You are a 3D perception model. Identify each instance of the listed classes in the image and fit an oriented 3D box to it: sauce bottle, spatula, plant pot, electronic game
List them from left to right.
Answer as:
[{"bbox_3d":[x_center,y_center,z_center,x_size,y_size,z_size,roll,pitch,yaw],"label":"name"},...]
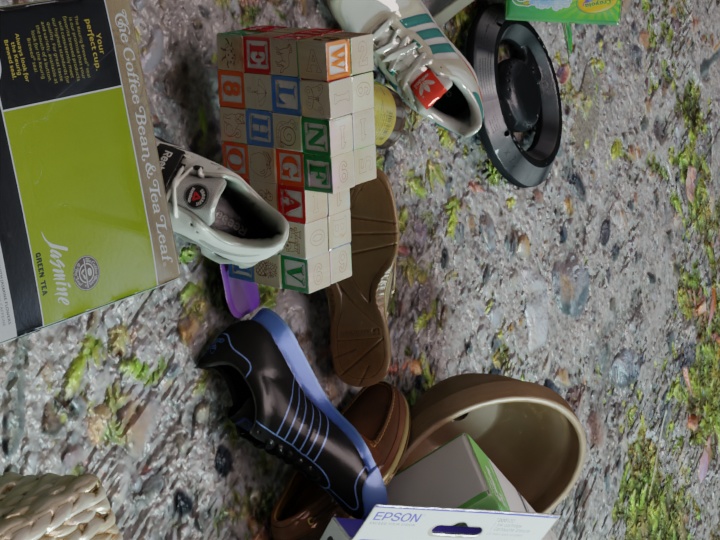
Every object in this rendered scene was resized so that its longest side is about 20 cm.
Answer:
[{"bbox_3d":[-0.063,-0.004,1.312,0.200,0.020,0.057,-20,102,-53],"label":"spatula"},{"bbox_3d":[-0.038,-0.148,1.317,0.199,0.064,0.065,8,82,-55],"label":"sauce bottle"},{"bbox_3d":[0.109,0.166,1.439,0.201,0.200,0.093,50,12,-40],"label":"plant pot"},{"bbox_3d":[0.166,-0.189,1.615,0.200,0.041,0.202,23,63,-55],"label":"electronic game"}]

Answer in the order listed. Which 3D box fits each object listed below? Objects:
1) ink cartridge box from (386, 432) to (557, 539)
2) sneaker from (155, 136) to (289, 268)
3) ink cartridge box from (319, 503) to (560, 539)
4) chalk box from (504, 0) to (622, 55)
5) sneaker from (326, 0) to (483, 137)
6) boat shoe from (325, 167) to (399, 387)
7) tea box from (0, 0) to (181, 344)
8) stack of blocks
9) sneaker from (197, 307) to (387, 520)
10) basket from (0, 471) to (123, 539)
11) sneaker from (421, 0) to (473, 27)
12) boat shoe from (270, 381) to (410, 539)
[{"bbox_3d":[0.094,0.265,1.397,0.200,0.145,0.084,49,12,-40],"label":"ink cartridge box"},{"bbox_3d":[-0.140,-0.064,1.110,0.199,0.088,0.075,21,78,-22],"label":"sneaker"},{"bbox_3d":[0.044,0.261,1.281,0.197,0.043,0.201,10,124,-33],"label":"ink cartridge box"},{"bbox_3d":[0.216,-0.332,1.579,0.125,0.123,0.201,-74,168,-63],"label":"chalk box"},{"bbox_3d":[0.049,-0.199,1.384,0.200,0.070,0.094,43,17,-30],"label":"sneaker"},{"bbox_3d":[0.000,0.000,1.350,0.072,0.072,0.202,-91,178,-74],"label":"boat shoe"},{"bbox_3d":[-0.242,-0.066,0.972,0.196,0.133,0.202,-20,105,-48],"label":"tea box"},{"bbox_3d":[-0.049,-0.088,1.189,0.058,0.115,0.201,-21,116,-49],"label":"stack of blocks"},{"bbox_3d":[-0.058,0.133,1.244,0.078,0.070,0.201,-34,92,-26],"label":"sneaker"},{"bbox_3d":[-0.251,0.227,0.897,0.200,0.197,0.162,-27,108,-50],"label":"basket"},{"bbox_3d":[0.077,-0.316,1.472,0.200,0.074,0.107,-50,130,-41],"label":"sneaker"},{"bbox_3d":[-0.017,0.171,1.322,0.201,0.072,0.068,-58,133,-34],"label":"boat shoe"}]
